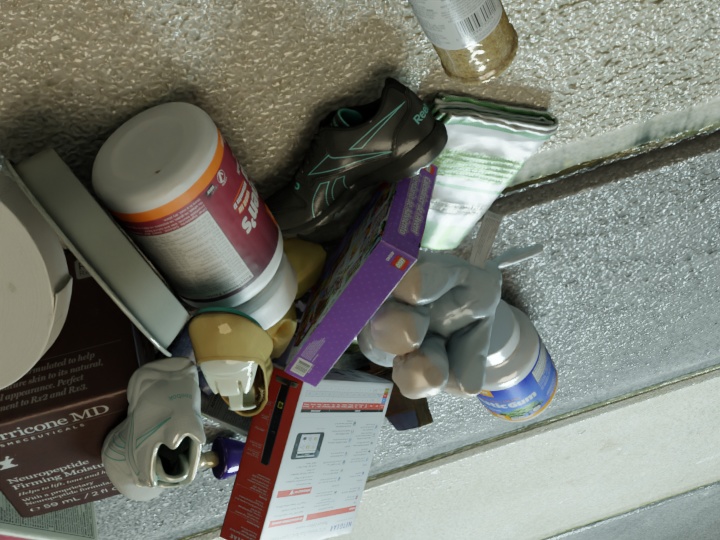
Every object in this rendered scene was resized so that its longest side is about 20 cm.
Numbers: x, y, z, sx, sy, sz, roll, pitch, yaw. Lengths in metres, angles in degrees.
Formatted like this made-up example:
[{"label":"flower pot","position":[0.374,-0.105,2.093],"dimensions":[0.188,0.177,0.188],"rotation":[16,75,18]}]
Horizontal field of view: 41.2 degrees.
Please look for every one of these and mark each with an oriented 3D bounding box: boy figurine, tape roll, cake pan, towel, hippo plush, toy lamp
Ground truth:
[{"label":"boy figurine","position":[-0.117,0.039,0.953],"dimensions":[0.200,0.064,0.124],"rotation":[-47,113,1]},{"label":"tape roll","position":[-0.330,0.004,0.758],"dimensions":[0.201,0.037,0.205],"rotation":[3,114,6]},{"label":"cake pan","position":[-0.204,-0.019,0.767],"dimensions":[0.037,0.200,0.201],"rotation":[-39,148,-9]},{"label":"towel","position":[0.090,-0.087,0.953],"dimensions":[0.148,0.031,0.200],"rotation":[4,140,-30]},{"label":"hippo plush","position":[0.053,0.027,0.987],"dimensions":[0.159,0.201,0.160],"rotation":[30,168,-34]},{"label":"toy lamp","position":[-0.234,0.246,1.247],"dimensions":[0.199,0.059,0.058],"rotation":[6,140,-31]}]

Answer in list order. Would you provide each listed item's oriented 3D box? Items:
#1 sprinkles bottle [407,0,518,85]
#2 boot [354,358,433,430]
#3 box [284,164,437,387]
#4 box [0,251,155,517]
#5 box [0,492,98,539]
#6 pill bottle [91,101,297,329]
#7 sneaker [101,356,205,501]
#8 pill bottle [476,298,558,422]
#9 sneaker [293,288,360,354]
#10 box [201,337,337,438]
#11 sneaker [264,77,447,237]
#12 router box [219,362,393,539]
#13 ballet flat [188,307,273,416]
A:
[{"label":"sprinkles bottle","position":[0.060,-0.220,0.709],"dimensions":[0.068,0.069,0.200],"rotation":[-26,146,11]},{"label":"boot","position":[0.031,0.159,1.179],"dimensions":[0.074,0.098,0.200],"rotation":[-14,167,-20]},{"label":"box","position":[0.000,0.000,0.900],"dimensions":[0.039,0.137,0.200],"rotation":[27,132,-11]},{"label":"box","position":[-0.281,0.109,0.921],"dimensions":[0.164,0.165,0.201],"rotation":[-14,147,-9]},{"label":"box","position":[-0.423,0.278,1.128],"dimensions":[0.109,0.129,0.200],"rotation":[-32,144,21]},{"label":"pill bottle","position":[-0.132,-0.036,0.815],"dimensions":[0.109,0.110,0.200],"rotation":[-23,138,6]},{"label":"sneaker","position":[-0.179,0.160,0.829],"dimensions":[0.070,0.081,0.201],"rotation":[-6,145,-27]},{"label":"pill bottle","position":[0.177,0.109,1.206],"dimensions":[0.111,0.113,0.200],"rotation":[-26,147,10]},{"label":"sneaker","position":[-0.044,0.066,1.074],"dimensions":[0.199,0.077,0.088],"rotation":[16,142,-39]},{"label":"box","position":[-0.090,0.143,1.079],"dimensions":[0.101,0.113,0.200],"rotation":[16,166,29]},{"label":"sneaker","position":[-0.021,-0.101,0.858],"dimensions":[0.199,0.076,0.079],"rotation":[-29,119,23]},{"label":"router box","position":[-0.051,0.195,1.017],"dimensions":[0.049,0.181,0.200],"rotation":[16,180,29]},{"label":"ballet flat","position":[-0.107,0.087,0.843],"dimensions":[0.068,0.064,0.200],"rotation":[-2,161,4]}]
